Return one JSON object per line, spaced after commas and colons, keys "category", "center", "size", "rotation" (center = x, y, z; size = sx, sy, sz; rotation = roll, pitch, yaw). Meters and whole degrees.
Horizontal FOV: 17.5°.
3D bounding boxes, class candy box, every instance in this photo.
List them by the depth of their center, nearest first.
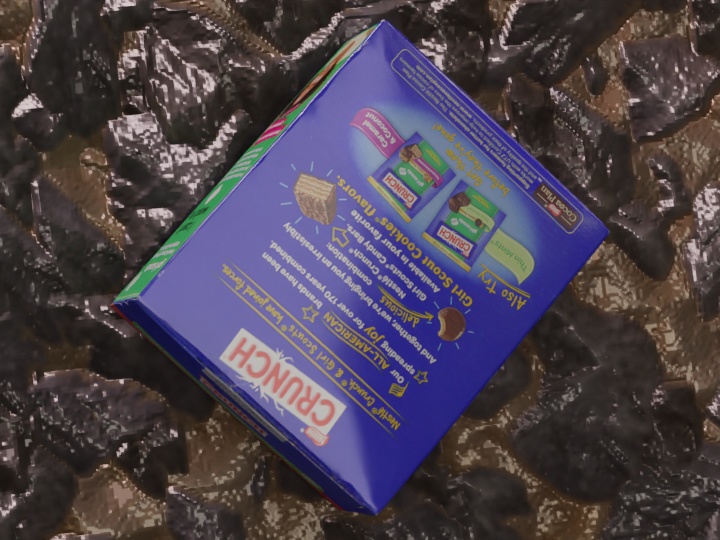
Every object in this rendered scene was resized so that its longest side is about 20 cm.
{"category": "candy box", "center": [0.000, 0.000, 1.226], "size": [0.169, 0.077, 0.200], "rotation": [43, 75, -8]}
